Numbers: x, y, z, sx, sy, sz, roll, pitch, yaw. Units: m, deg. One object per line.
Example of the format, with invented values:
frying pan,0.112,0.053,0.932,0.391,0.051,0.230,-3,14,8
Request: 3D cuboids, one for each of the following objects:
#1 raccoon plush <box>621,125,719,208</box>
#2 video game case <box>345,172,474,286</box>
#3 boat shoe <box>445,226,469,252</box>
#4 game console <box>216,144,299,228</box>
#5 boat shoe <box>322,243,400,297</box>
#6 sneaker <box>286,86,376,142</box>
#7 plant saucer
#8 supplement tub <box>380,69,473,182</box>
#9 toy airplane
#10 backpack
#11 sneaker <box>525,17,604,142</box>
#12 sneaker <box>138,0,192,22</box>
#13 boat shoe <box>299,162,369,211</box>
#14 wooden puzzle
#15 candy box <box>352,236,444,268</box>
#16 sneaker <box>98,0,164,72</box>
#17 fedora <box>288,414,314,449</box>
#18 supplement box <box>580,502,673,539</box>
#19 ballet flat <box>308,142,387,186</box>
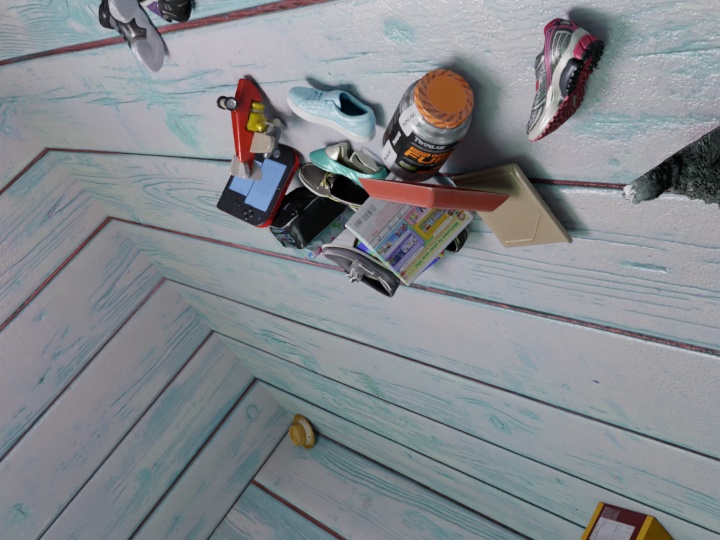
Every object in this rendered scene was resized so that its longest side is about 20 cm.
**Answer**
raccoon plush,0.439,-0.093,0.951,0.135,0.199,0.097,59,175,4
video game case,0.097,-0.100,1.478,0.182,0.200,0.022,43,-161,-1
boat shoe,0.136,-0.116,1.506,0.201,0.061,0.072,38,134,-4
game console,-0.247,-0.213,1.768,0.176,0.202,0.031,25,177,29
boat shoe,0.000,0.000,1.649,0.198,0.063,0.073,24,161,-16
sneaker,-0.054,-0.325,1.430,0.198,0.074,0.082,25,146,12
plant saucer,0.127,-0.132,1.300,0.198,0.037,0.199,0,-168,-39
supplement tub,0.112,-0.243,1.248,0.122,0.123,0.200,38,158,2
toy airplane,-0.236,-0.299,1.652,0.202,0.140,0.200,65,153,24
backpack,-0.137,-0.123,1.787,0.199,0.178,0.151,12,141,54
sneaker,0.274,-0.263,1.036,0.075,0.080,0.201,46,153,21
sneaker,-0.367,-0.551,1.498,0.087,0.076,0.199,37,167,-38
boat shoe,-0.050,-0.191,1.637,0.200,0.072,0.061,27,173,11
wooden puzzle,0.277,-0.118,1.351,0.185,0.037,0.199,48,161,-21
candy box,0.083,-0.061,1.627,0.167,0.078,0.200,19,159,-9
sneaker,-0.538,-0.559,1.720,0.113,0.076,0.201,18,144,42
fedora,-0.331,0.882,3.985,0.200,0.081,0.203,25,124,43
supplement box,0.795,0.809,2.155,0.197,0.133,0.199,47,156,-20
ballet flat,-0.022,-0.233,1.569,0.199,0.067,0.071,30,132,21
